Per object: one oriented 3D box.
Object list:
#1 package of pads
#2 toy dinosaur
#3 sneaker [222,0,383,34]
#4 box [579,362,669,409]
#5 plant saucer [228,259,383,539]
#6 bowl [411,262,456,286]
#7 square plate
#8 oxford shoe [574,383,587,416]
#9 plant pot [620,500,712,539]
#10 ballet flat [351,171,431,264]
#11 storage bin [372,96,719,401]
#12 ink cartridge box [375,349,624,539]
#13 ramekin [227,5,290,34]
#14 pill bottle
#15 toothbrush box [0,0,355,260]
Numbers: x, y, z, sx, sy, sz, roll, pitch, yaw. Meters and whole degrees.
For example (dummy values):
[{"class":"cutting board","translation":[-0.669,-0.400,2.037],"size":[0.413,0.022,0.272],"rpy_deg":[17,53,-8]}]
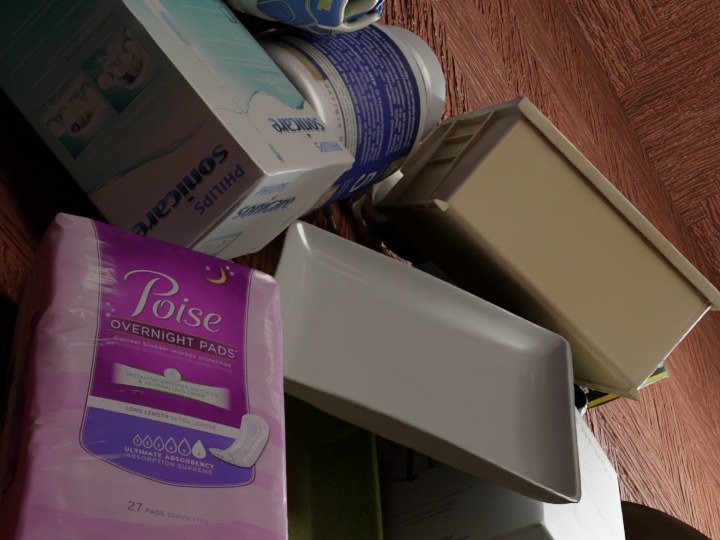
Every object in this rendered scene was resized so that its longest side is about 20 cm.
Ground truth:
[{"class":"package of pads","translation":[-0.093,0.075,0.642],"size":[0.120,0.076,0.200],"rpy_deg":[17,40,-20]},{"class":"toy dinosaur","translation":[0.000,0.000,1.092],"size":[0.101,0.058,0.200],"rpy_deg":[61,19,-18]},{"class":"sneaker","translation":[-0.015,-0.176,0.919],"size":[0.077,0.076,0.200],"rpy_deg":[27,23,13]},{"class":"box","translation":[0.168,0.104,1.264],"size":[0.049,0.159,0.200],"rpy_deg":[70,18,7]},{"class":"plant saucer","translation":[-0.055,0.111,0.814],"size":[0.200,0.048,0.200],"rpy_deg":[51,23,-38]},{"class":"bowl","translation":[0.143,0.016,1.247],"size":[0.201,0.201,0.091],"rpy_deg":[51,27,-37]},{"class":"square plate","translation":[0.033,0.053,0.874],"size":[0.199,0.029,0.198],"rpy_deg":[24,25,-5]},{"class":"oxford shoe","translation":[0.078,0.052,1.048],"size":[0.200,0.084,0.073],"rpy_deg":[34,34,-18]},{"class":"plant pot","translation":[0.225,0.271,1.230],"size":[0.187,0.187,0.200],"rpy_deg":[61,4,-13]},{"class":"ballet flat","translation":[0.006,-0.091,1.228],"size":[0.068,0.068,0.200],"rpy_deg":[20,37,-52]},{"class":"storage bin","translation":[0.125,-0.014,1.066],"size":[0.200,0.094,0.199],"rpy_deg":[43,-8,-11]},{"class":"ink cartridge box","translation":[0.082,0.171,0.962],"size":[0.147,0.144,0.200],"rpy_deg":[57,20,-24]},{"class":"ramekin","translation":[-0.121,-0.242,1.003],"size":[0.203,0.094,0.203],"rpy_deg":[54,22,-33]},{"class":"pill bottle","translation":[-0.025,-0.106,0.987],"size":[0.200,0.119,0.120],"rpy_deg":[-28,93,-56]},{"class":"toothbrush box","translation":[-0.113,-0.103,0.790],"size":[0.200,0.085,0.146],"rpy_deg":[49,17,6]}]
